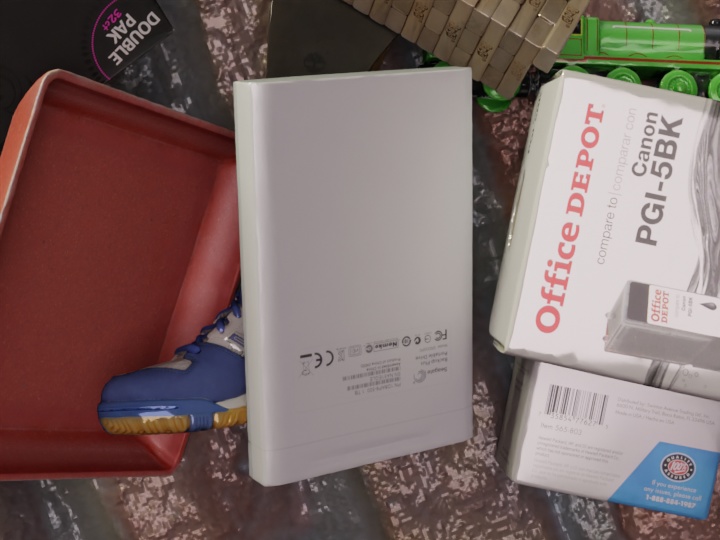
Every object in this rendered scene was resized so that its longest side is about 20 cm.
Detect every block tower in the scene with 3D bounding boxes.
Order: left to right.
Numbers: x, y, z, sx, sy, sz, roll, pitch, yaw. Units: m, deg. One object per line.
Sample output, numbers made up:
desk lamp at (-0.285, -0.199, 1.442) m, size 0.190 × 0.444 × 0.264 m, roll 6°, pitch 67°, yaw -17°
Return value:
block tower at (0.021, -0.167, 0.734) m, size 0.199 × 0.058 × 0.054 m, roll 31°, pitch 63°, yaw 2°

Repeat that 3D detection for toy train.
toy train at (0.128, -0.118, 0.793) m, size 0.198 × 0.042 × 0.057 m, roll 2°, pitch 83°, yaw -4°

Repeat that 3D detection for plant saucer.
plant saucer at (-0.137, 0.009, 0.725) m, size 0.036 × 0.199 × 0.202 m, roll 20°, pitch 94°, yaw 29°

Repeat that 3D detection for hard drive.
hard drive at (0.000, 0.000, 0.717) m, size 0.131 × 0.027 × 0.202 m, roll -8°, pitch 104°, yaw -31°

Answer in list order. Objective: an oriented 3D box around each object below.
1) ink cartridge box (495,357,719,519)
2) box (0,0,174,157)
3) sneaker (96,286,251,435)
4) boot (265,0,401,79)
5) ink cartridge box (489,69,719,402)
ink cartridge box at (0.154, 0.027, 0.788) m, size 0.114 × 0.068 × 0.202 m, roll 11°, pitch 93°, yaw -3°
box at (-0.214, -0.169, 0.689) m, size 0.148 × 0.124 × 0.201 m, roll -36°, pitch 122°, yaw -1°
sneaker at (-0.055, 0.033, 0.758) m, size 0.198 × 0.075 × 0.089 m, roll -14°, pitch 94°, yaw -30°
boot at (-0.020, -0.112, 0.775) m, size 0.073 × 0.076 × 0.202 m, roll 17°, pitch 74°, yaw 1°
ink cartridge box at (0.177, -0.010, 0.707) m, size 0.198 × 0.083 × 0.148 m, roll 11°, pitch 93°, yaw 1°
